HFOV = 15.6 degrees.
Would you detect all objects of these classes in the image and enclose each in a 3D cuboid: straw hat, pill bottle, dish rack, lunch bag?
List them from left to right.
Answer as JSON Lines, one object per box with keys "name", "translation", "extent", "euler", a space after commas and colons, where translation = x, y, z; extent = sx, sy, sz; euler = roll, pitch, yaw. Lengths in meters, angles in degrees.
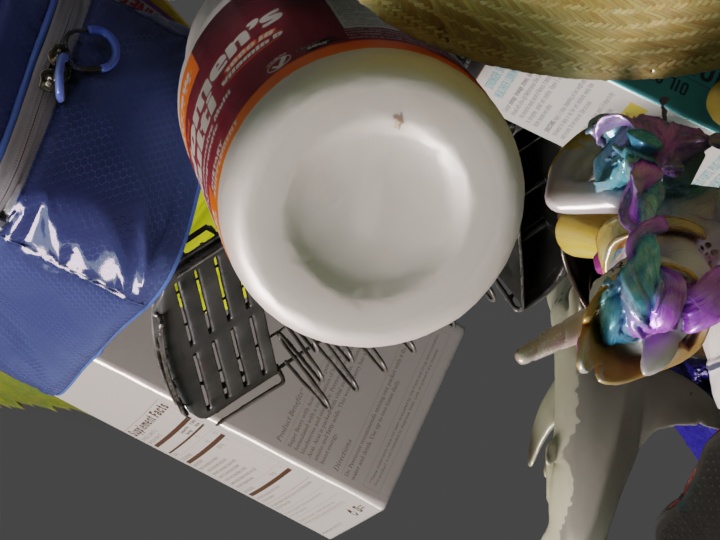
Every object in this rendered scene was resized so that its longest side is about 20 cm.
{"name": "lunch bag", "translation": [-0.150, -0.045, 1.134], "extent": [0.132, 0.136, 0.200], "euler": [23, 150, -15]}
{"name": "pill bottle", "translation": [-0.011, -0.054, 0.993], "extent": [0.109, 0.110, 0.200], "euler": [33, -169, -20]}
{"name": "dish rack", "translation": [0.000, 0.000, 1.181], "extent": [0.055, 0.200, 0.153], "euler": [49, 164, 29]}
{"name": "straw hat", "translation": [0.089, -0.144, 0.860], "extent": [0.201, 0.085, 0.201], "euler": [3, 156, 1]}

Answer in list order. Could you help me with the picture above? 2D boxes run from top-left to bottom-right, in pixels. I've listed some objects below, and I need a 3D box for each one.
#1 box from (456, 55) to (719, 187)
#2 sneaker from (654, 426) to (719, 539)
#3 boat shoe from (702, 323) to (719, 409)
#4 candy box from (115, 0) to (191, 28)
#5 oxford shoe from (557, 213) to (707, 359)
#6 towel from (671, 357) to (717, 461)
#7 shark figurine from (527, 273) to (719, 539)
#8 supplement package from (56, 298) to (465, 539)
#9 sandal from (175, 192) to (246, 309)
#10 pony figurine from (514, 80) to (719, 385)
{"name": "box", "translation": [0.126, -0.070, 1.060], "extent": [0.200, 0.049, 0.082], "euler": [26, 161, -2]}
{"name": "sneaker", "translation": [0.203, 0.073, 1.162], "extent": [0.067, 0.108, 0.201], "euler": [45, 157, 8]}
{"name": "boat shoe", "translation": [0.185, 0.015, 1.149], "extent": [0.073, 0.065, 0.200], "euler": [-21, 177, 12]}
{"name": "candy box", "translation": [-0.104, -0.117, 1.205], "extent": [0.102, 0.026, 0.200], "euler": [43, 177, 44]}
{"name": "oxford shoe", "translation": [0.128, 0.000, 1.188], "extent": [0.073, 0.085, 0.200], "euler": [8, 157, 30]}
{"name": "towel", "translation": [0.246, 0.120, 1.403], "extent": [0.148, 0.050, 0.200], "euler": [12, 157, 31]}
{"name": "shark figurine", "translation": [0.125, 0.089, 1.243], "extent": [0.089, 0.215, 0.128], "euler": [7, 166, -3]}
{"name": "supplement package", "translation": [-0.065, 0.049, 1.493], "extent": [0.200, 0.121, 0.120], "euler": [28, 161, -8]}
{"name": "sandal", "translation": [-0.121, -0.064, 1.312], "extent": [0.200, 0.079, 0.087], "euler": [51, -179, -14]}
{"name": "pony figurine", "translation": [0.150, -0.012, 0.919], "extent": [0.193, 0.167, 0.200], "euler": [-9, -163, 7]}
